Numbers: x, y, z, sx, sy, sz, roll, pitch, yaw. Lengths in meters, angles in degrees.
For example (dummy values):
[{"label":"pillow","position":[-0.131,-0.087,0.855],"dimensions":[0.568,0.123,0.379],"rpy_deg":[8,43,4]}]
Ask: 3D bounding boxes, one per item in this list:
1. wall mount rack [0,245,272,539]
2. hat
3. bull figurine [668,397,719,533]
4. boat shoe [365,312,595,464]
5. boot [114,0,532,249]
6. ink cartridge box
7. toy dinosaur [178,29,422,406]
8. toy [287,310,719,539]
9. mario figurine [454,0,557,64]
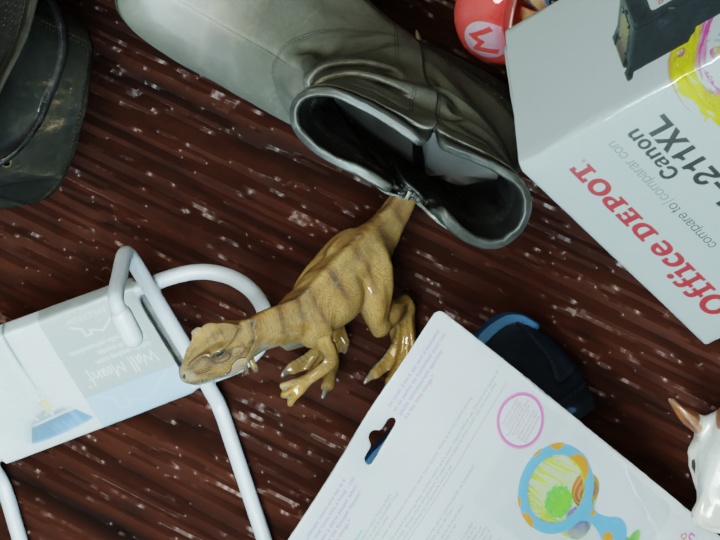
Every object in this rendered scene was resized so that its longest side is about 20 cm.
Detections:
[{"label":"wall mount rack","position":[-0.121,0.084,1.338],"dimensions":[0.199,0.075,0.174],"rpy_deg":[-20,122,14]},{"label":"hat","position":[-0.169,-0.073,1.341],"dimensions":[0.081,0.200,0.202],"rpy_deg":[20,95,-29]},{"label":"bull figurine","position":[0.218,0.046,1.228],"dimensions":[0.200,0.122,0.065],"rpy_deg":[-37,114,5]},{"label":"boat shoe","position":[0.022,0.110,1.290],"dimensions":[0.069,0.084,0.200],"rpy_deg":[42,98,0]},{"label":"boot","position":[-0.015,-0.081,1.226],"dimensions":[0.199,0.131,0.068],"rpy_deg":[26,104,-1]},{"label":"ink cartridge box","position":[0.179,-0.074,1.195],"dimensions":[0.199,0.146,0.083],"rpy_deg":[-29,42,25]},{"label":"toy dinosaur","position":[0.000,0.000,1.300],"dimensions":[0.060,0.107,0.200],"rpy_deg":[19,48,27]},{"label":"toy","position":[0.064,0.118,1.251],"dimensions":[0.200,0.047,0.116],"rpy_deg":[38,78,-23]},{"label":"mario figurine","position":[0.137,-0.108,1.255],"dimensions":[0.199,0.106,0.124],"rpy_deg":[-4,89,13]}]
